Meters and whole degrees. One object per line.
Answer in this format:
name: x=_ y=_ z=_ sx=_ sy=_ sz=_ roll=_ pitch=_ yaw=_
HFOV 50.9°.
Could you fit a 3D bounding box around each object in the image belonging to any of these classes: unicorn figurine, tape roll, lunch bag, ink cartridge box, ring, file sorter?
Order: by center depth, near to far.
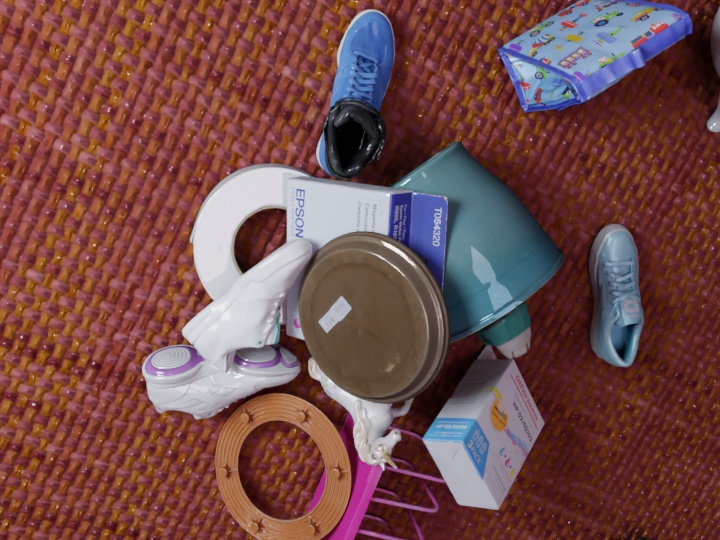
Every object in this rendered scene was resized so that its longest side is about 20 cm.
ink cartridge box: x=0.000 y=0.000 z=0.880 sx=0.043 sy=0.198 sz=0.199 roll=-20 pitch=116 yaw=-54
lunch bag: x=0.276 y=-0.256 z=0.888 sx=0.149 sy=0.200 sz=0.095 roll=-31 pitch=109 yaw=-2
tape roll: x=-0.111 y=-0.032 z=0.951 sx=0.200 sy=0.037 sz=0.206 roll=-3 pitch=106 yaw=-11
unicorn figurine: x=0.012 y=0.163 z=0.966 sx=0.137 sy=0.199 sz=0.074 roll=-41 pitch=148 yaw=-29
ring: x=-0.106 y=0.262 z=0.987 sx=0.198 sy=0.019 sz=0.204 roll=1 pitch=92 yaw=19
ink cartridge box: x=0.176 y=0.199 z=1.006 sx=0.200 sy=0.067 sz=0.116 roll=-47 pitch=116 yaw=-41
file sorter: x=0.019 y=0.324 z=1.029 sx=0.124 sy=0.139 sz=0.202 roll=18 pitch=101 yaw=-20

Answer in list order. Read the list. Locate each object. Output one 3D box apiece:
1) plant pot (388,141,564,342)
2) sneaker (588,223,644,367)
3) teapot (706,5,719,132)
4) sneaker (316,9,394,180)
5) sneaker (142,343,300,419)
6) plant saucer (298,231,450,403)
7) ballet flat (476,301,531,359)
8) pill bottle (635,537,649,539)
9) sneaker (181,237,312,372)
plant pot: x=0.113 y=-0.043 z=0.925 sx=0.199 sy=0.200 sz=0.189 roll=-35 pitch=96 yaw=-1
sneaker: x=0.367 y=0.039 z=1.054 sx=0.073 sy=0.082 sz=0.203 roll=-10 pitch=107 yaw=-10
teapot: x=0.549 y=-0.297 z=0.971 sx=0.197 sy=0.146 sz=0.201 roll=-4 pitch=87 yaw=22
sneaker: x=0.002 y=-0.204 z=0.888 sx=0.076 sy=0.111 sz=0.202 roll=17 pitch=101 yaw=-16
sneaker: x=-0.177 y=0.139 z=0.978 sx=0.197 sy=0.075 sz=0.101 roll=-3 pitch=125 yaw=-12
plant saucer: x=0.007 y=0.058 z=0.851 sx=0.198 sy=0.029 sz=0.203 roll=10 pitch=108 yaw=30
ballet flat: x=0.186 y=0.075 z=0.960 sx=0.067 sy=0.200 sz=0.071 roll=-32 pitch=88 yaw=1
pill bottle: x=0.396 y=0.517 z=1.180 sx=0.199 sy=0.112 sz=0.113 roll=-33 pitch=110 yaw=-1
sneaker: x=-0.116 y=0.044 z=0.898 sx=0.199 sy=0.075 sz=0.089 roll=-40 pitch=92 yaw=21
